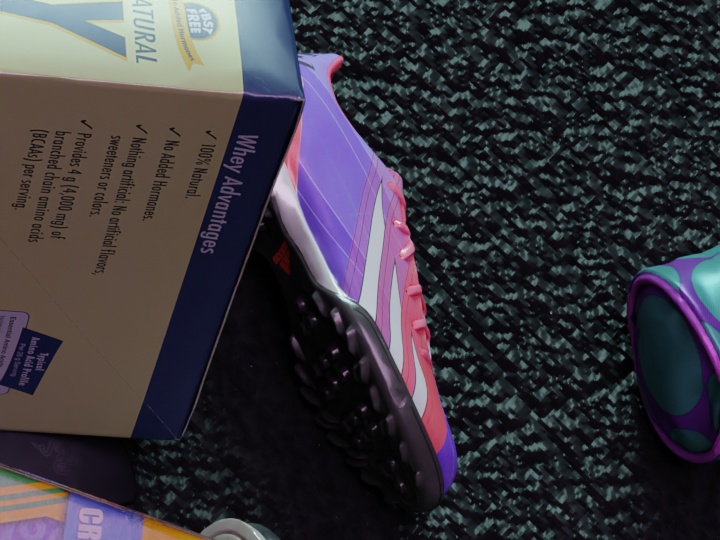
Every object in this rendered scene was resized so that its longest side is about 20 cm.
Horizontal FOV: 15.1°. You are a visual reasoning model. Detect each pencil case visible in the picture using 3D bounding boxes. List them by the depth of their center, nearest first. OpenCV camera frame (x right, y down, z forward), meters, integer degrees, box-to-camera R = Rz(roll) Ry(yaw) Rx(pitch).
[{"bbox_3d":[0.212,0.019,1.144,0.199,0.085,0.093,-14,45,-21],"label":"pencil case"}]

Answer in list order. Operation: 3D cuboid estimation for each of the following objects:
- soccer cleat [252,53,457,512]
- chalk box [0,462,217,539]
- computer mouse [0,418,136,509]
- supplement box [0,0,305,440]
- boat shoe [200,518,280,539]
[{"bbox_3d":[0.000,0.000,1.100,0.073,0.068,0.201,-20,74,-27],"label":"soccer cleat"},{"bbox_3d":[-0.098,0.150,0.944,0.199,0.124,0.124,23,73,-15],"label":"chalk box"},{"bbox_3d":[-0.159,0.127,1.010,0.199,0.046,0.141,-20,75,-23],"label":"computer mouse"},{"bbox_3d":[-0.145,-0.053,0.985,0.199,0.200,0.135,4,50,-16],"label":"supplement box"},{"bbox_3d":[-0.010,0.186,1.034,0.068,0.072,0.200,2,55,-57],"label":"boat shoe"}]
